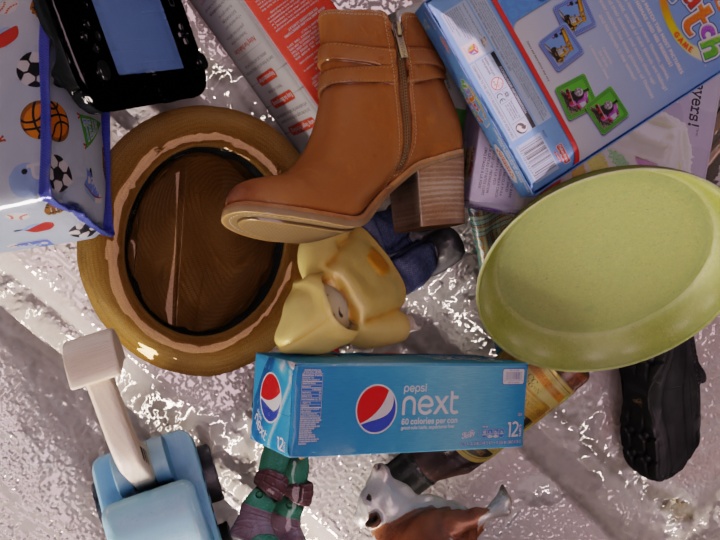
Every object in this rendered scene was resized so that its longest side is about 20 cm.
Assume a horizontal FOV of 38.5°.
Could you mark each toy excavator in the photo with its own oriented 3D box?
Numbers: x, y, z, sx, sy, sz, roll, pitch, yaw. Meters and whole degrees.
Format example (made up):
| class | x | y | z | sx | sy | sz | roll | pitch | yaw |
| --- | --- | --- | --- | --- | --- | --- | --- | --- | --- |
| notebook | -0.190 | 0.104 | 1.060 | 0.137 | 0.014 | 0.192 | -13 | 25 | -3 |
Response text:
| class | x | y | z | sx | sy | sz | roll | pitch | yaw |
| --- | --- | --- | --- | --- | --- | --- | --- | --- | --- |
| toy excavator | -0.157 | 0.154 | 0.757 | 0.099 | 0.200 | 0.197 | -16 | 76 | -9 |

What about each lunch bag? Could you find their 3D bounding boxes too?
| class | x | y | z | sx | sy | sz | roll | pitch | yaw |
| --- | --- | --- | --- | --- | --- | --- | --- | --- | --- |
| lunch bag | -0.266 | -0.116 | 0.716 | 0.168 | 0.124 | 0.203 | -9 | 76 | 7 |

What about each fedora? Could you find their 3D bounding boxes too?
| class | x | y | z | sx | sy | sz | roll | pitch | yaw |
| --- | --- | --- | --- | --- | --- | --- | --- | --- | --- |
| fedora | -0.123 | -0.022 | 0.797 | 0.198 | 0.082 | 0.204 | 0 | 88 | -13 |

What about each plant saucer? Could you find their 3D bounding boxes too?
| class | x | y | z | sx | sy | sz | roll | pitch | yaw |
| --- | --- | --- | --- | --- | --- | --- | --- | --- | --- |
| plant saucer | 0.178 | -0.003 | 0.745 | 0.197 | 0.031 | 0.202 | -3 | 133 | -4 |

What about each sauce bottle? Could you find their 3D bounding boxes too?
| class | x | y | z | sx | sy | sz | roll | pitch | yaw |
| --- | --- | --- | --- | --- | --- | --- | --- | --- | --- |
| sauce bottle | 0.096 | 0.127 | 0.854 | 0.200 | 0.066 | 0.066 | -43 | 103 | 10 |

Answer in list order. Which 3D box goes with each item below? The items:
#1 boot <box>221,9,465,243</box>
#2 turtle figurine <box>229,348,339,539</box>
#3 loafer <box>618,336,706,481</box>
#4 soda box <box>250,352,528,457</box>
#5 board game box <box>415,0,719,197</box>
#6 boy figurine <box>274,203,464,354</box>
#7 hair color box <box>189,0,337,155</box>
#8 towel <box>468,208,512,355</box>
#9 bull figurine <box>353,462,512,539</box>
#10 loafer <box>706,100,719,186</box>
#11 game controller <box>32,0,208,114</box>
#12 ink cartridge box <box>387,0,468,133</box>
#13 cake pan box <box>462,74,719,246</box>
| class | x | y | z | sx | sy | sz | roll | pitch | yaw |
| --- | --- | --- | --- | --- | --- | --- | --- | --- | --- |
| boot | -0.015 | -0.101 | 0.700 | 0.198 | 0.073 | 0.157 | -6 | 87 | -39 |
| turtle figurine | -0.038 | 0.123 | 0.825 | 0.149 | 0.100 | 0.202 | 29 | 77 | -48 |
| loafer | 0.262 | 0.085 | 0.890 | 0.070 | 0.068 | 0.203 | -21 | 116 | -28 |
| soda box | 0.024 | 0.094 | 0.745 | 0.198 | 0.068 | 0.065 | 4 | 90 | -31 |
| board game box | 0.160 | -0.169 | 0.722 | 0.199 | 0.037 | 0.152 | -32 | 96 | -6 |
| boy figurine | 0.000 | 0.000 | 0.766 | 0.064 | 0.200 | 0.125 | -25 | 95 | 37 |
| hair color box | -0.057 | -0.175 | 0.780 | 0.061 | 0.101 | 0.201 | -39 | 103 | -17 |
| towel | 0.167 | -0.010 | 0.849 | 0.145 | 0.022 | 0.202 | -22 | 125 | -9 |
| bull figurine | 0.075 | 0.227 | 0.790 | 0.120 | 0.201 | 0.065 | -28 | 146 | 2 |
| loafer | 0.305 | -0.070 | 0.890 | 0.071 | 0.063 | 0.202 | 25 | 91 | -13 |
| game controller | -0.162 | -0.167 | 0.720 | 0.042 | 0.200 | 0.106 | -8 | 101 | 15 |
| ink cartridge box | 0.131 | -0.167 | 0.832 | 0.198 | 0.083 | 0.148 | -21 | 101 | -8 |
| cake pan box | 0.175 | -0.130 | 0.769 | 0.182 | 0.052 | 0.203 | 12 | 89 | -11 |
